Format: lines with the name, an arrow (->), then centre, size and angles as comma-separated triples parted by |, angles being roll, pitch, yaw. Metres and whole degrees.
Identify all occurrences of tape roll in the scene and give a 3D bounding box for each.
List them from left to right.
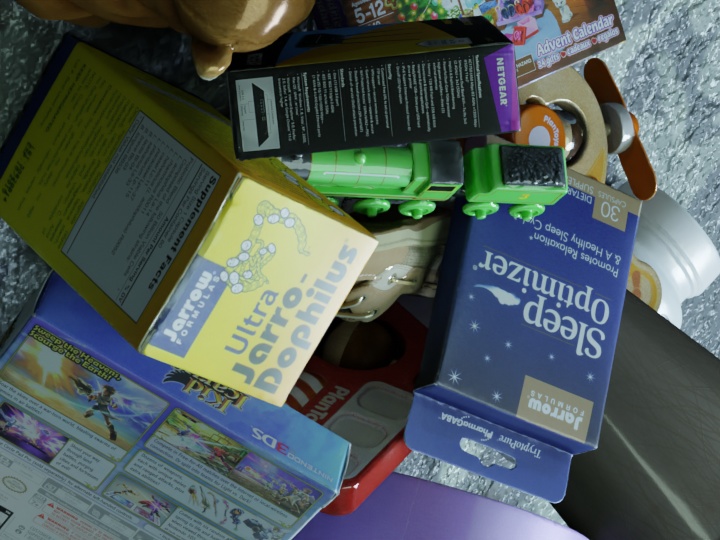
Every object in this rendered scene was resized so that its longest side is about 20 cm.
tape roll -> 0.044, 0.178, 1.574 | 0.200, 0.199, 0.066 | 31, 72, -51

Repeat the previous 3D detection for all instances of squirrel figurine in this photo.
squirrel figurine -> -0.122, -0.170, 1.250 | 0.199, 0.186, 0.142 | 14, 108, -49

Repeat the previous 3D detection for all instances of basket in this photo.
basket -> 0.154, 0.084, 1.609 | 0.200, 0.136, 0.181 | 43, 53, -17

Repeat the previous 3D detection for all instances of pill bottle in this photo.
pill bottle -> 0.153, 0.036, 1.742 | 0.200, 0.116, 0.117 | -44, 141, -12

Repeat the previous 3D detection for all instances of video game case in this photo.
video game case -> -0.135, 0.110, 1.414 | 0.199, 0.046, 0.181 | 32, 132, -13

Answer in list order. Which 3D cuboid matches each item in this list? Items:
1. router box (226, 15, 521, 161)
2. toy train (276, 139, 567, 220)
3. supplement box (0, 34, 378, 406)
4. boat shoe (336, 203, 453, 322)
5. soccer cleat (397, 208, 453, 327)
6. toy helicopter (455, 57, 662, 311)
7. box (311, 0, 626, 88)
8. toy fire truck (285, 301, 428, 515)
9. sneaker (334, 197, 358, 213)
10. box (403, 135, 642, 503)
router box -> 0.004, -0.102, 1.343 | 0.148, 0.200, 0.051 | -5, 100, -1
toy train -> 0.028, -0.056, 1.444 | 0.199, 0.042, 0.056 | 1, 163, -19
supplement box -> -0.103, -0.029, 1.356 | 0.109, 0.200, 0.109 | 24, 101, -42
boat shoe -> 0.000, 0.000, 1.466 | 0.200, 0.071, 0.065 | -10, 107, -59
soccer cleat -> 0.053, 0.020, 1.679 | 0.200, 0.069, 0.078 | -46, 172, -21
toy helicopter -> 0.152, -0.054, 1.655 | 0.132, 0.079, 0.201 | -41, 112, -29
box -> 0.061, -0.171, 1.504 | 0.199, 0.039, 0.138 | -25, 101, -31
toy fire truck -> -0.028, 0.070, 1.525 | 0.200, 0.167, 0.113 | -39, 144, -50
sneaker -> -0.054, -0.027, 1.503 | 0.202, 0.067, 0.108 | -57, 144, -19
box -> 0.101, 0.029, 1.503 | 0.121, 0.032, 0.201 | 22, 69, -24
